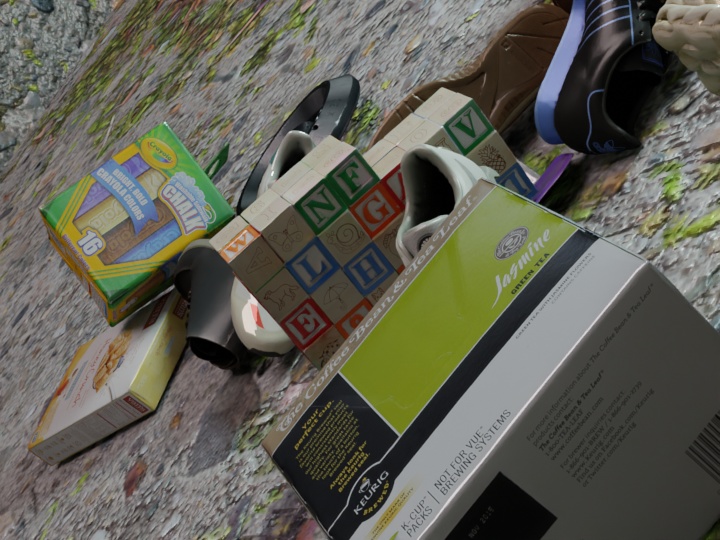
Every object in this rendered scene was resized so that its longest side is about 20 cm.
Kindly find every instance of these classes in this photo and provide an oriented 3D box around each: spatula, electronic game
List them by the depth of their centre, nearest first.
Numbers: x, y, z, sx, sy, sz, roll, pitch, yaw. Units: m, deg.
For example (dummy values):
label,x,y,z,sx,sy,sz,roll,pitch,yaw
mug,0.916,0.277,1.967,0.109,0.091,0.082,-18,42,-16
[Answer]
label,x,y,z,sx,sy,sz,roll,pitch,yaw
spatula,0.115,-0.079,1.136,0.057,0.021,0.200,-51,21,3
electronic game,-0.064,-0.113,1.516,0.200,0.042,0.200,-50,16,20

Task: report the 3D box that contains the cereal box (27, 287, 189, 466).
label,x,y,z,sx,sy,sz,roll,pitch,yaw
cereal box,-0.251,0.108,1.532,0.200,0.039,0.144,-31,28,42

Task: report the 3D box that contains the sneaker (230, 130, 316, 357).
label,x,y,z,sx,sy,sz,roll,pitch,yaw
sneaker,-0.070,-0.028,1.271,0.094,0.070,0.201,92,-172,-59

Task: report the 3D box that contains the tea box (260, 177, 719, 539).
label,x,y,z,sx,sy,sz,roll,pitch,yaw
tea box,0.079,0.083,0.782,0.200,0.133,0.197,-50,25,0

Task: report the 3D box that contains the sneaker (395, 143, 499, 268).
label,x,y,z,sx,sy,sz,roll,pitch,yaw
sneaker,0.059,0.011,0.938,0.074,0.088,0.201,-29,57,26

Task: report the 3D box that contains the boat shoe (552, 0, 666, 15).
label,x,y,z,sx,sy,sz,roll,pitch,yaw
boat shoe,0.211,-0.230,1.121,0.200,0.072,0.068,-16,38,52

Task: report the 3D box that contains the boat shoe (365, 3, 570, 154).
label,x,y,z,sx,sy,sz,roll,pitch,yaw
boat shoe,0.090,-0.127,1.186,0.200,0.072,0.072,-43,-14,-4

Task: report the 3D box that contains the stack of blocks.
label,x,y,z,sx,sy,sz,roll,pitch,yaw
stack of blocks,0.009,-0.038,1.040,0.200,0.115,0.059,-41,24,-5

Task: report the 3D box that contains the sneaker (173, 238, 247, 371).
label,x,y,z,sx,sy,sz,roll,pitch,yaw
sneaker,-0.142,0.033,1.385,0.106,0.075,0.200,-55,23,-21

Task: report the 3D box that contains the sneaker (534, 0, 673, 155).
label,x,y,z,sx,sy,sz,roll,pitch,yaw
sneaker,0.186,-0.178,1.044,0.078,0.070,0.201,15,91,44

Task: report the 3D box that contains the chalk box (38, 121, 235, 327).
label,x,y,z,sx,sy,sz,roll,pitch,yaw
chalk box,-0.207,-0.057,1.523,0.200,0.124,0.124,-36,-8,-13

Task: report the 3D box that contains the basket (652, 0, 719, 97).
label,x,y,z,sx,sy,sz,roll,pitch,yaw
basket,0.266,-0.111,0.650,0.161,0.198,0.200,-53,22,-3
